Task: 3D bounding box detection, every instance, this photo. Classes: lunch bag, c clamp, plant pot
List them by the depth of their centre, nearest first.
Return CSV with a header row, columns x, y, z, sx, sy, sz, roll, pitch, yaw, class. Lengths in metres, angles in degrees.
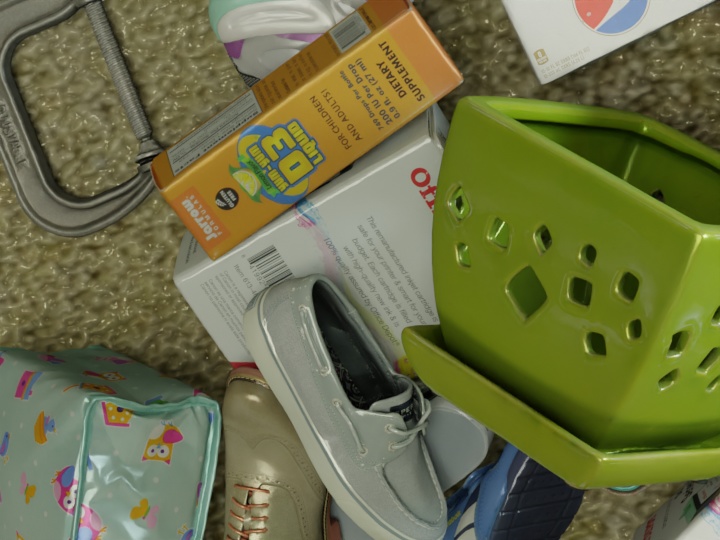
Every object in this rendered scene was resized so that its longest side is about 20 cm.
x,y,z,sx,sy,sz,roll,pitch,yaw,class
0.155,0.019,1.376,0.200,0.198,0.182,32,110,38,plant pot
-0.182,0.164,1.543,0.121,0.170,0.201,1,99,-34,lunch bag
-0.188,-0.129,1.581,0.170,0.027,0.201,-15,94,13,c clamp

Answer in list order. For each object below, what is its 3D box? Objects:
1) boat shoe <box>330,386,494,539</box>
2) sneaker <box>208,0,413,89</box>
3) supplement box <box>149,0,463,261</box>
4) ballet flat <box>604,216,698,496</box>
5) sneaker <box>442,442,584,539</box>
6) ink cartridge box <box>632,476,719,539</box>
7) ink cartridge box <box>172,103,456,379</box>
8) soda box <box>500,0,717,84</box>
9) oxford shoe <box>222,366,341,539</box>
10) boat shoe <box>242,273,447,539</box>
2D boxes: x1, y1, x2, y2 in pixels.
x,y,z,sx,sy,sz,roll,pitch,yaw,class
0.023,0.127,1.554,0.074,0.068,0.199,39,128,-6,boat shoe
0.011,-0.153,1.519,0.199,0.078,0.141,-19,99,18,sneaker
-0.036,-0.094,1.459,0.200,0.069,0.067,-36,114,6,supplement box
0.197,0.050,1.508,0.068,0.067,0.201,24,101,13,ballet flat
0.086,0.167,1.525,0.082,0.074,0.201,50,127,41,sneaker
0.266,0.151,1.467,0.084,0.145,0.200,45,104,1,ink cartridge box
0.000,0.000,1.514,0.199,0.083,0.146,-29,111,14,ink cartridge box
0.193,-0.193,1.476,0.199,0.064,0.068,-26,92,13,soda box
-0.058,0.153,1.509,0.070,0.074,0.201,9,132,29,oxford shoe
0.004,0.091,1.452,0.071,0.070,0.201,-26,102,41,boat shoe
